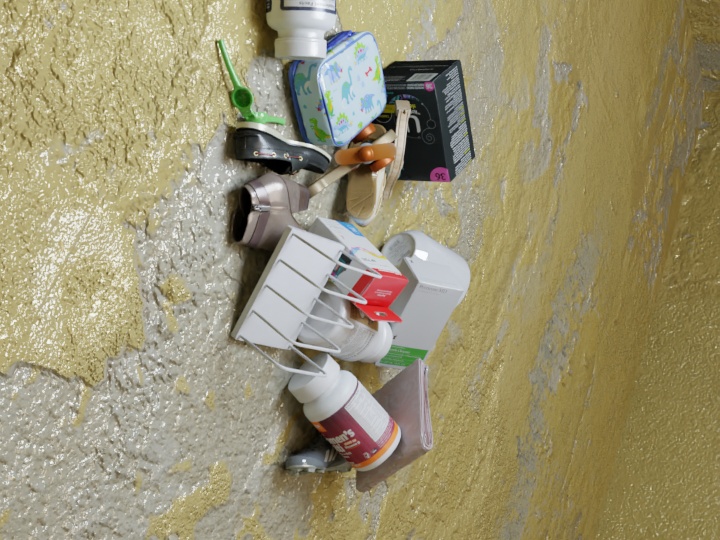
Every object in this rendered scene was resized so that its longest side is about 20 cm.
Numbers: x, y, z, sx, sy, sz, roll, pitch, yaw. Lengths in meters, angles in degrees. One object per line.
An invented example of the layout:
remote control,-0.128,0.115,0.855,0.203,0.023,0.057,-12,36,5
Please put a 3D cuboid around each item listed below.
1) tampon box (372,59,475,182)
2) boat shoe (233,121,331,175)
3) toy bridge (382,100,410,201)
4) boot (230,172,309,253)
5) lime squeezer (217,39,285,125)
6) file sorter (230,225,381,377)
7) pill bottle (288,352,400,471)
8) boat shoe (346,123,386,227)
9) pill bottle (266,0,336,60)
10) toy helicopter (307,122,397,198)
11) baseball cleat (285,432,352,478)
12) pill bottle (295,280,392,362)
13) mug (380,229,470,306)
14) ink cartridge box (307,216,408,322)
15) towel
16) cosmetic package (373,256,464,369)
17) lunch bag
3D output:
tampon box,0.115,-0.282,1.898,0.126,0.150,0.200,-44,131,-47
boat shoe,-0.125,-0.182,1.605,0.201,0.074,0.063,13,79,-51
toy bridge,0.062,-0.210,1.847,0.067,0.027,0.200,-98,-164,-51
boot,-0.145,-0.058,1.612,0.146,0.070,0.200,-11,106,-49
lime squeezer,-0.168,-0.268,1.557,0.200,0.038,0.071,50,54,-48
file sorter,-0.081,0.056,1.595,0.139,0.124,0.200,18,103,-52
pill bottle,-0.029,0.245,1.742,0.200,0.110,0.110,49,50,-18
boat shoe,0.010,-0.172,1.835,0.069,0.074,0.200,81,18,-65
pill bottle,-0.093,-0.436,1.580,0.111,0.111,0.200,-10,104,-57
toy helicopter,-0.018,-0.179,1.717,0.200,0.132,0.079,-37,100,-15
baseball cleat,-0.073,0.315,1.791,0.200,0.070,0.107,20,64,-62
pill bottle,-0.027,0.098,1.768,0.200,0.114,0.114,32,68,-55
mug,0.110,0.013,1.954,0.153,0.149,0.187,40,55,-44
ink cartridge box,0.000,0.000,1.716,0.067,0.200,0.116,-53,152,17
towel,0.060,0.284,1.828,0.032,0.200,0.191,25,44,-25
cosmetic package,0.096,0.083,1.881,0.108,0.085,0.200,10,122,-27
lunch bag,-0.037,-0.316,1.716,0.200,0.082,0.161,-47,134,-44
